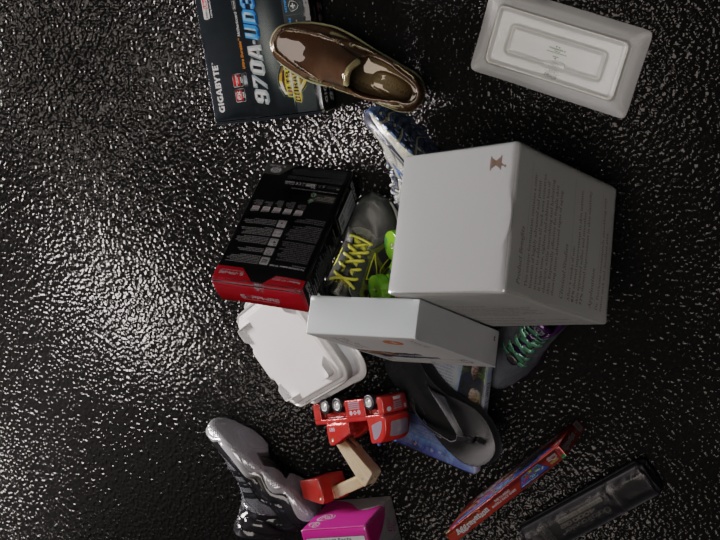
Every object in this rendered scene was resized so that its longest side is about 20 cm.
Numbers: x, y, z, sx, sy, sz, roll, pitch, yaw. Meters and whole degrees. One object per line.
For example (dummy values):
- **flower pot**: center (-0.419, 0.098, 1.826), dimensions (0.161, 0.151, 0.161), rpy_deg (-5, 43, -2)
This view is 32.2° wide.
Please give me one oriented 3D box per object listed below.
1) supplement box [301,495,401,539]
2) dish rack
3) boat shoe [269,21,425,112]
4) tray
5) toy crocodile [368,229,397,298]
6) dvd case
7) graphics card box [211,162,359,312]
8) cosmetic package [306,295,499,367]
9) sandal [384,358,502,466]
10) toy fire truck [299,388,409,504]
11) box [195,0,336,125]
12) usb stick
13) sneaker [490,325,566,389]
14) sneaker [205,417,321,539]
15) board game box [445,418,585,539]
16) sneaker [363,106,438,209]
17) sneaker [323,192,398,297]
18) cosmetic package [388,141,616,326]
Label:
- **supplement box**: center (0.004, 0.422, 1.701), dimensions (0.103, 0.101, 0.201), rpy_deg (-8, 100, 24)
- **dish rack**: center (-0.088, 0.098, 1.631), dimensions (0.172, 0.044, 0.200), rpy_deg (54, 148, 0)
- **boat shoe**: center (-0.014, -0.250, 1.512), dimensions (0.202, 0.075, 0.075), rpy_deg (18, 101, -3)
- **tray**: center (0.232, -0.258, 1.470), dimensions (0.200, 0.022, 0.108), rpy_deg (21, 112, 16)
- **toy crocodile**: center (0.060, 0.001, 1.538), dimensions (0.062, 0.067, 0.200), rpy_deg (61, 148, 34)
- **dvd case**: center (0.104, 0.149, 1.611), dimensions (0.142, 0.018, 0.201), rpy_deg (18, 111, 36)
- **graphics card box**: center (-0.092, -0.045, 1.569), dimensions (0.125, 0.200, 0.051), rpy_deg (7, 145, 20)
- **cosmetic package**: center (0.054, 0.074, 1.484), dimensions (0.150, 0.200, 0.052), rpy_deg (-2, 76, 34)
- **sandal**: center (0.096, 0.177, 1.583), dimensions (0.200, 0.043, 0.076), rpy_deg (44, 124, 24)
- **toy fire truck**: center (-0.008, 0.235, 1.654), dimensions (0.200, 0.049, 0.141), rpy_deg (-12, 88, 48)
- **box**: center (-0.123, -0.294, 1.590), dimensions (0.159, 0.046, 0.201), rpy_deg (-3, 103, 22)
- **usb stick**: center (0.292, 0.304, 1.591), dimensions (0.200, 0.033, 0.056), rpy_deg (-36, 96, 26)
- **sneaker**: center (0.206, 0.074, 1.533), dimensions (0.074, 0.088, 0.200), rpy_deg (39, 114, 8)
- **sneaker**: center (-0.158, 0.305, 1.748), dimensions (0.200, 0.075, 0.114), rpy_deg (41, 113, 5)
- **board game box**: center (0.196, 0.267, 1.580), dimensions (0.200, 0.103, 0.019), rpy_deg (-44, 83, 25)
- **sneaker**: center (0.063, -0.115, 1.550), dimensions (0.085, 0.077, 0.200), rpy_deg (-42, 86, 30)
- **sneaker**: center (0.000, 0.000, 1.595), dimensions (0.074, 0.085, 0.201), rpy_deg (19, 111, 23)
- **cosmetic package**: center (0.164, -0.034, 1.412), dimensions (0.166, 0.200, 0.168), rpy_deg (-2, 76, 43)
